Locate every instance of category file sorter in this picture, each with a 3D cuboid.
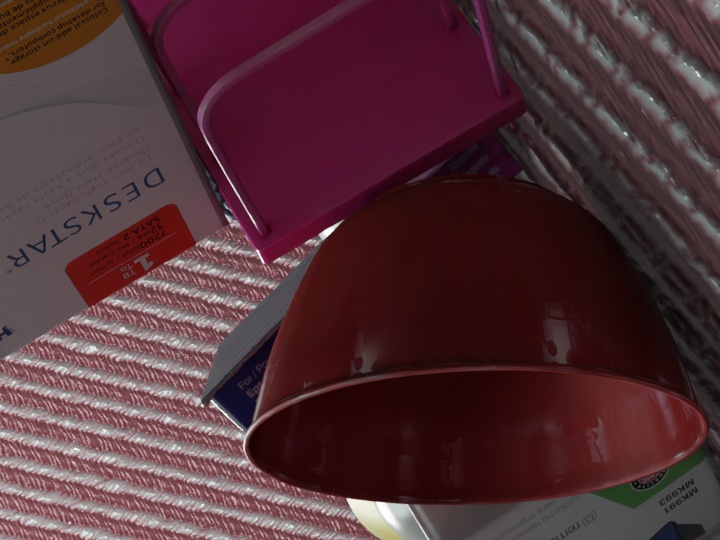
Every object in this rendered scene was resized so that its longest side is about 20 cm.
[{"bbox_3d":[-0.042,-0.138,0.708,0.200,0.139,0.126,57,175,30],"label":"file sorter"}]

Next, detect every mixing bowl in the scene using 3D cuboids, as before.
[{"bbox_3d":[0.048,0.027,0.698,0.200,0.199,0.109,61,-154,-64],"label":"mixing bowl"}]

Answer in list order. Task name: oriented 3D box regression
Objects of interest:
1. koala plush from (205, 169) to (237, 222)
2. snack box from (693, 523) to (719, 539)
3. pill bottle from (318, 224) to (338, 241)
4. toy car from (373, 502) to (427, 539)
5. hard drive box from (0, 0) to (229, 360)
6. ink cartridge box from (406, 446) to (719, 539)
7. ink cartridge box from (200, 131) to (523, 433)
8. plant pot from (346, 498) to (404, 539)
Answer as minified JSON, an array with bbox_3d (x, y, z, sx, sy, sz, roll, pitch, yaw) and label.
[{"bbox_3d":[-0.056,-0.138,0.918,0.178,0.183,0.200,57,166,24],"label":"koala plush"},{"bbox_3d":[0.181,0.206,0.656,0.201,0.116,0.037,58,171,12],"label":"snack box"},{"bbox_3d":[-0.033,-0.119,1.204,0.200,0.113,0.113,59,178,-32],"label":"pill bottle"},{"bbox_3d":[0.056,0.095,0.997,0.201,0.176,0.184,62,162,-17],"label":"toy car"},{"bbox_3d":[-0.159,-0.058,0.663,0.077,0.155,0.200,54,172,30],"label":"hard drive box"},{"bbox_3d":[0.124,0.150,0.856,0.200,0.145,0.088,60,176,-37],"label":"ink cartridge box"},{"bbox_3d":[0.000,0.000,0.844,0.043,0.196,0.200,45,-178,-7],"label":"ink cartridge box"},{"bbox_3d":[0.104,0.148,1.259,0.142,0.200,0.200,20,147,54],"label":"plant pot"}]
